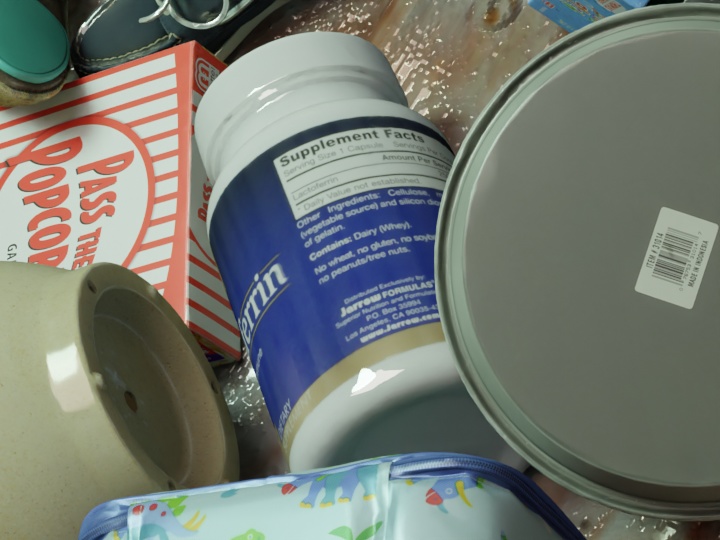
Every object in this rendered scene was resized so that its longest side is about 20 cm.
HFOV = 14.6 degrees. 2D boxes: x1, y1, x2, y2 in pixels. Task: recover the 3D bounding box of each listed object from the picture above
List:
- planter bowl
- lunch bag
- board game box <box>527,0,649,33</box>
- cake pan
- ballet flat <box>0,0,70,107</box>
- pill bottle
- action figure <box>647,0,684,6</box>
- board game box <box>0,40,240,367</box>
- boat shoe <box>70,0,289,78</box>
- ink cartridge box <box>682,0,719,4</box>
[{"bbox_3d":[-0.137,0.078,1.193,0.135,0.200,0.201,-27,55,20],"label":"planter bowl"},{"bbox_3d":[-0.005,0.141,1.100,0.200,0.161,0.083,-13,56,27],"label":"lunch bag"},{"bbox_3d":[0.147,-0.193,1.176,0.037,0.151,0.200,33,88,-3],"label":"board game box"},{"bbox_3d":[0.125,-0.004,1.066,0.200,0.037,0.201,0,88,9],"label":"cake pan"},{"bbox_3d":[-0.178,-0.122,1.378,0.071,0.071,0.200,-31,28,18],"label":"ballet flat"},{"bbox_3d":[0.000,0.000,1.193,0.116,0.116,0.200,-34,52,16],"label":"pill bottle"},{"bbox_3d":[0.139,-0.054,1.164,0.118,0.055,0.201,-13,59,31],"label":"action figure"},{"bbox_3d":[-0.150,-0.010,1.345,0.200,0.046,0.152,-16,60,27],"label":"board game box"},{"bbox_3d":[-0.065,-0.146,1.344,0.200,0.062,0.075,-24,60,24],"label":"boat shoe"},{"bbox_3d":[0.209,-0.151,1.133,0.094,0.044,0.200,25,74,16],"label":"ink cartridge box"}]
